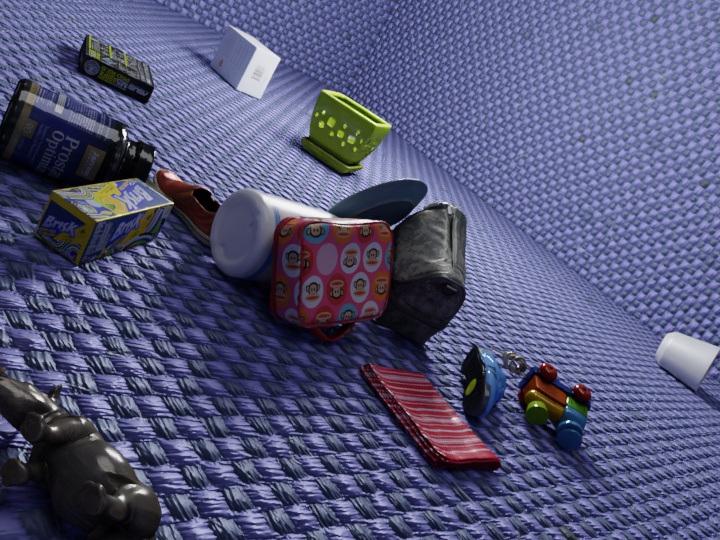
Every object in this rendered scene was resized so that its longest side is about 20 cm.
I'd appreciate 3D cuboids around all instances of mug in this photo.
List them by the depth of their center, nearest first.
[{"bbox_3d":[0.989,0.280,2.313,0.152,0.188,0.149,30,47,26],"label":"mug"}]

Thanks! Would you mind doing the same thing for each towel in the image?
[{"bbox_3d":[0.097,0.201,1.046,0.144,0.023,0.200,17,22,-44],"label":"towel"}]

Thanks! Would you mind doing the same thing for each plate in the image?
[{"bbox_3d":[0.025,-0.098,1.291,0.199,0.199,0.026,4,61,-58],"label":"plate"}]

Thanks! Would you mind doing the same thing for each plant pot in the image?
[{"bbox_3d":[-0.050,-0.399,2.215,0.199,0.182,0.199,35,17,8],"label":"plant pot"}]

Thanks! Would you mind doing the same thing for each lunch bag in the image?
[{"bbox_3d":[-0.038,0.013,1.093,0.081,0.178,0.199,6,5,42],"label":"lunch bag"},{"bbox_3d":[0.114,-0.004,1.298,0.139,0.168,0.201,30,42,-22],"label":"lunch bag"}]

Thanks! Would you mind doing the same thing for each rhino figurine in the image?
[{"bbox_3d":[-0.223,0.139,0.565,0.200,0.060,0.087,40,-1,26],"label":"rhino figurine"}]

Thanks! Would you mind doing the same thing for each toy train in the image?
[{"bbox_3d":[0.297,0.216,1.286,0.199,0.085,0.116,32,30,-1],"label":"toy train"}]

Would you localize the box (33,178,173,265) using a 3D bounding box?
[{"bbox_3d":[-0.324,-0.069,0.975,0.070,0.065,0.200,33,16,4],"label":"box"}]

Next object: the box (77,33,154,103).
[{"bbox_3d":[-0.554,-0.459,1.711,0.159,0.044,0.200,22,19,-29],"label":"box"}]

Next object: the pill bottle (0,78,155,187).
[{"bbox_3d":[-0.399,-0.177,1.063,0.199,0.112,0.112,23,19,-28],"label":"pill bottle"}]

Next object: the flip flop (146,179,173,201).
[{"bbox_3d":[-0.367,-0.164,1.180,0.199,0.058,0.081,36,17,13],"label":"flip flop"}]

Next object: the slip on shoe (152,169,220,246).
[{"bbox_3d":[-0.266,-0.111,1.210,0.074,0.062,0.200,8,28,-51],"label":"slip on shoe"}]

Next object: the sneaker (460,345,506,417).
[{"bbox_3d":[0.209,0.187,1.213,0.078,0.066,0.200,35,16,-4],"label":"sneaker"}]

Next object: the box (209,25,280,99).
[{"bbox_3d":[-0.383,-0.688,2.488,0.106,0.153,0.200,12,26,-47],"label":"box"}]

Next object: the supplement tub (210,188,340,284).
[{"bbox_3d":[-0.117,-0.041,1.157,0.199,0.133,0.132,14,24,-47],"label":"supplement tub"}]
